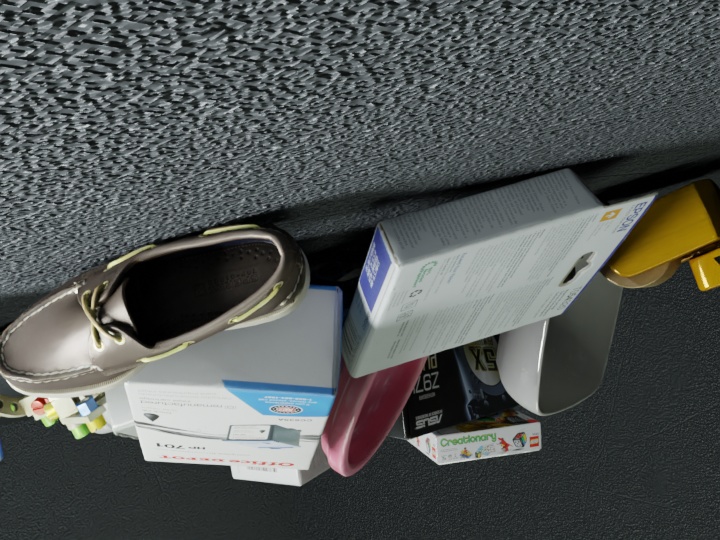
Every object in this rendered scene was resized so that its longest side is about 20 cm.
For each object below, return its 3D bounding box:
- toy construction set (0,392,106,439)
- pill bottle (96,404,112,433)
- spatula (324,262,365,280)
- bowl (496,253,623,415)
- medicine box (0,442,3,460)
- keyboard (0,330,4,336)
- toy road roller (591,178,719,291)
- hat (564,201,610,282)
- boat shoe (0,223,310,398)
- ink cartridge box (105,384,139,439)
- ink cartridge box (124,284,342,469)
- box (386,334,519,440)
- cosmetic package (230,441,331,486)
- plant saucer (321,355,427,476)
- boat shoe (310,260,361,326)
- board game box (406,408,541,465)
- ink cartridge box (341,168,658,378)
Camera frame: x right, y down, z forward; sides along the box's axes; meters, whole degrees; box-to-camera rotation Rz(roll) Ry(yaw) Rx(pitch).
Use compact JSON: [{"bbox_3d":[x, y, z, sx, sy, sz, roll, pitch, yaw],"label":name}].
[{"bbox_3d":[-0.326,0.130,0.989,0.196,0.094,0.131,-7,-159,18],"label":"toy construction set"},{"bbox_3d":[-0.270,0.157,1.256,0.197,0.113,0.110,-15,174,19],"label":"pill bottle"},{"bbox_3d":[0.000,0.000,0.841,0.056,0.021,0.199,-22,-176,-38],"label":"spatula"},{"bbox_3d":[0.217,0.047,1.047,0.074,0.204,0.199,15,-168,33],"label":"bowl"},{"bbox_3d":[-0.361,0.107,0.657,0.179,0.105,0.200,-12,174,-15],"label":"medicine box"},{"bbox_3d":[-0.222,0.045,0.829,0.056,0.011,0.198,-19,172,42],"label":"keyboard"},{"bbox_3d":[0.308,-0.007,0.797,0.197,0.149,0.122,-23,170,24],"label":"toy road roller"},{"bbox_3d":[0.148,0.000,0.883,0.197,0.083,0.201,-14,175,-1],"label":"hat"},{"bbox_3d":[-0.127,0.022,0.557,0.196,0.073,0.060,-17,168,1],"label":"boat shoe"},{"bbox_3d":[-0.141,0.098,0.938,0.196,0.089,0.145,-20,165,0],"label":"ink cartridge box"},{"bbox_3d":[-0.096,0.084,0.720,0.143,0.087,0.201,4,153,-6],"label":"ink cartridge box"},{"bbox_3d":[0.089,0.084,1.065,0.197,0.167,0.085,-7,-176,-39],"label":"box"},{"bbox_3d":[-0.049,0.168,1.065,0.100,0.073,0.199,-4,-171,35],"label":"cosmetic package"},{"bbox_3d":[0.015,0.089,0.880,0.050,0.204,0.200,25,-175,15],"label":"plant saucer"},{"bbox_3d":[-0.057,0.030,0.796,0.197,0.070,0.084,-20,161,29],"label":"boat shoe"},{"bbox_3d":[0.113,0.180,1.118,0.124,0.035,0.200,-5,-175,-16],"label":"board game box"},{"bbox_3d":[0.090,0.002,0.697,0.197,0.044,0.197,-17,157,-18],"label":"ink cartridge box"}]
